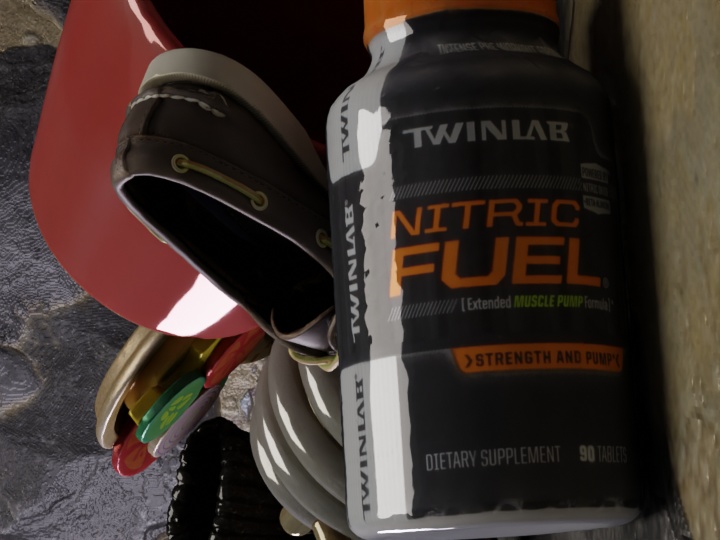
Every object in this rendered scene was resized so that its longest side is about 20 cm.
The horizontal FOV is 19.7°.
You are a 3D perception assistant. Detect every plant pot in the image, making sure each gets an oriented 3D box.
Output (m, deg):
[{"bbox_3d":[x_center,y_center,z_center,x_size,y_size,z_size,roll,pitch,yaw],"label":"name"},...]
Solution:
[{"bbox_3d":[-0.051,-0.073,0.917,0.177,0.199,0.201,-49,37,44],"label":"plant pot"}]

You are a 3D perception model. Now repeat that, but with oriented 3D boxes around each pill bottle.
[{"bbox_3d":[0.041,-0.007,0.739,0.106,0.105,0.201,117,150,-79],"label":"pill bottle"}]

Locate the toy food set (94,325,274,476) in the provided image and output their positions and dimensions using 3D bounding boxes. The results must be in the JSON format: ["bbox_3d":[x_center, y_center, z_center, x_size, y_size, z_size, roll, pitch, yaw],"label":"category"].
[{"bbox_3d":[-0.089,0.043,1.267,0.049,0.198,0.200,42,172,9],"label":"toy food set"}]

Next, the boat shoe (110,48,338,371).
[{"bbox_3d":[-0.019,0.002,0.799,0.200,0.072,0.060,46,-131,-30],"label":"boat shoe"}]

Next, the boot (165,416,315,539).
[{"bbox_3d":[-0.047,0.120,1.361,0.079,0.157,0.212,-45,37,39],"label":"boot"}]

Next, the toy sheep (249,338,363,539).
[{"bbox_3d":[0.013,0.068,0.943,0.200,0.137,0.138,-48,35,37],"label":"toy sheep"}]

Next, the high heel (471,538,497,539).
[{"bbox_3d":[0.043,0.182,1.052,0.200,0.071,0.144,180,95,-83],"label":"high heel"}]

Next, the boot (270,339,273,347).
[{"bbox_3d":[-0.015,0.115,1.254,0.156,0.076,0.201,56,154,28],"label":"boot"}]
